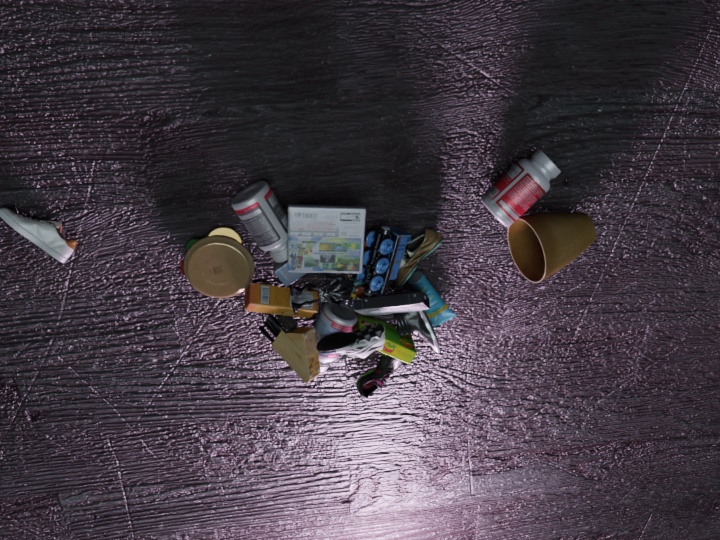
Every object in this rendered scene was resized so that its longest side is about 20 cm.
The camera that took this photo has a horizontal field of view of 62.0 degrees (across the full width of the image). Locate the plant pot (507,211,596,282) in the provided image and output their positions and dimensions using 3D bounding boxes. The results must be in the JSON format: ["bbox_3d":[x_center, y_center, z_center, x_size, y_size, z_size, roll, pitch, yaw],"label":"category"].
[{"bbox_3d":[0.544,-0.085,1.666,0.198,0.187,0.188,-18,120,-12],"label":"plant pot"}]

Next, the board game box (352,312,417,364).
[{"bbox_3d":[0.067,0.198,1.789,0.199,0.102,0.048,25,114,-19],"label":"board game box"}]

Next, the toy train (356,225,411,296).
[{"bbox_3d":[0.064,-0.027,1.650,0.114,0.086,0.202,-4,115,-43],"label":"toy train"}]

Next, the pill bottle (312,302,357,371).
[{"bbox_3d":[-0.095,0.196,1.764,0.108,0.109,0.201,19,115,-16],"label":"pill bottle"}]

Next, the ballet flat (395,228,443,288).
[{"bbox_3d":[0.147,-0.041,1.697,0.072,0.068,0.200,40,108,-3],"label":"ballet flat"}]

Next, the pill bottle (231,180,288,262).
[{"bbox_3d":[-0.242,-0.123,1.571,0.110,0.111,0.201,-26,118,8],"label":"pill bottle"}]

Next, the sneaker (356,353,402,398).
[{"bbox_3d":[0.068,0.328,1.871,0.076,0.084,0.200,34,110,-23],"label":"sneaker"}]

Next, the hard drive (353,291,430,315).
[{"bbox_3d":[0.091,0.097,1.700,0.198,0.140,0.038,-6,78,12],"label":"hard drive"}]

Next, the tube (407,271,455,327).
[{"bbox_3d":[0.208,0.088,1.783,0.077,0.051,0.200,-26,123,17],"label":"tube"}]

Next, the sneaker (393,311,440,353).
[{"bbox_3d":[0.168,0.182,1.814,0.099,0.071,0.201,-27,112,8],"label":"sneaker"}]

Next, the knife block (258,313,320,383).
[{"bbox_3d":[-0.212,0.216,1.733,0.174,0.064,0.202,-1,101,29],"label":"knife block"}]

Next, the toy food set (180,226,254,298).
[{"bbox_3d":[-0.392,-0.012,1.649,0.197,0.049,0.201,-26,119,7],"label":"toy food set"}]

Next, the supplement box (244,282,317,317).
[{"bbox_3d":[-0.222,0.086,1.685,0.198,0.070,0.066,11,156,-23],"label":"supplement box"}]

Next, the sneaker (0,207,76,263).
[{"bbox_3d":[-0.827,-0.110,1.544,0.200,0.073,0.085,39,77,-18],"label":"sneaker"}]

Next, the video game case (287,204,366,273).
[{"bbox_3d":[-0.089,-0.079,1.552,0.198,0.022,0.184,1,115,-6],"label":"video game case"}]

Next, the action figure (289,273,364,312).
[{"bbox_3d":[-0.095,0.051,1.644,0.198,0.102,0.120,-12,113,-13],"label":"action figure"}]

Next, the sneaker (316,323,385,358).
[{"bbox_3d":[-0.023,0.219,1.686,0.198,0.074,0.089,-10,124,-7],"label":"sneaker"}]

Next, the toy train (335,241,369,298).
[{"bbox_3d":[0.000,0.000,1.700,0.149,0.056,0.201,-28,118,9],"label":"toy train"}]

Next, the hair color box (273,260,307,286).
[{"bbox_3d":[-0.140,-0.050,1.630,0.199,0.099,0.061,-34,115,12],"label":"hair color box"}]

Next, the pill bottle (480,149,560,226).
[{"bbox_3d":[0.429,-0.222,1.599,0.112,0.113,0.200,39,108,-24],"label":"pill bottle"}]
